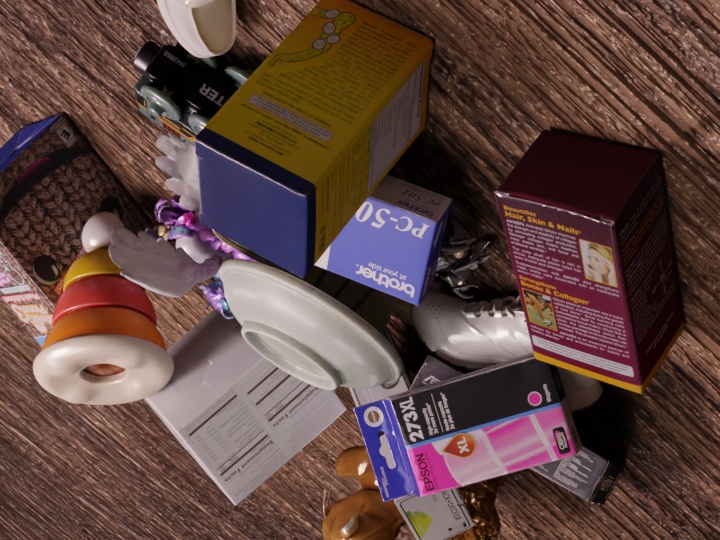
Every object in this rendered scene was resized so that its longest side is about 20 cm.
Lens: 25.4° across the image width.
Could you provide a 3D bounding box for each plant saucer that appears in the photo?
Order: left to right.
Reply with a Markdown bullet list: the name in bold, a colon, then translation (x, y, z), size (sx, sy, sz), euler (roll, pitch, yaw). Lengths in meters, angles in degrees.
- **plant saucer**: translation (-0.056, 0.064, 1.502), size (0.199, 0.050, 0.200), euler (29, 164, 9)

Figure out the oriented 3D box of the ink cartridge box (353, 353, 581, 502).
- **ink cartridge box**: translation (0.094, 0.145, 1.454), size (0.199, 0.037, 0.095), euler (-18, 91, 19)

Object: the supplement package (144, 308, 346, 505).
- **supplement package**: translation (-0.134, 0.134, 1.718), size (0.111, 0.155, 0.200), euler (54, 169, -23)

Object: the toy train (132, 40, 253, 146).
- **toy train**: translation (-0.126, -0.141, 1.498), size (0.199, 0.086, 0.114), euler (34, 166, 3)

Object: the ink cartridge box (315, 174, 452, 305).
- **ink cartridge box**: translation (-0.024, -0.050, 1.401), size (0.199, 0.044, 0.095), euler (21, 129, 13)

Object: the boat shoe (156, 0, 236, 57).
- **boat shoe**: translation (-0.134, -0.261, 1.359), size (0.069, 0.071, 0.201), euler (20, 142, 31)

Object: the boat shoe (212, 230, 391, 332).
- **boat shoe**: translation (-0.051, -0.017, 1.517), size (0.200, 0.068, 0.075), euler (38, 106, -11)

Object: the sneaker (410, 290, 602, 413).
- **sneaker**: translation (0.140, 0.055, 1.491), size (0.199, 0.075, 0.088), euler (21, 130, 20)

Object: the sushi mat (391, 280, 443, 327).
- **sushi mat**: translation (0.000, 0.000, 1.603), size (0.199, 0.012, 0.096), euler (28, 147, 20)

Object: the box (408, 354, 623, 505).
- **box**: translation (0.152, 0.157, 1.542), size (0.199, 0.049, 0.161), euler (30, 180, 17)

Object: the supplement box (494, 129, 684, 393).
- **supplement box**: translation (0.193, -0.007, 1.323), size (0.110, 0.086, 0.201), euler (17, 142, 33)

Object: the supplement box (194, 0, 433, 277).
- **supplement box**: translation (-0.037, -0.114, 1.318), size (0.109, 0.200, 0.109), euler (28, 147, 17)

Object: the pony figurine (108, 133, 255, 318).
- **pony figurine**: translation (-0.162, -0.026, 1.634), size (0.192, 0.168, 0.200), euler (30, 160, -15)

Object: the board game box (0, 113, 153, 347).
- **board game box**: translation (-0.340, -0.042, 1.768), size (0.096, 0.160, 0.200), euler (-8, 126, 50)

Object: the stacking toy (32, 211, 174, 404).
- **stacking toy**: translation (-0.272, 0.030, 1.696), size (0.145, 0.202, 0.146), euler (-4, 151, -2)

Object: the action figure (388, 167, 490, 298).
- **action figure**: translation (0.038, -0.045, 1.458), size (0.200, 0.070, 0.130), euler (47, 143, -17)

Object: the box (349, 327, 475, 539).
- **box**: translation (0.042, 0.162, 1.595), size (0.117, 0.060, 0.201), euler (64, -178, -54)

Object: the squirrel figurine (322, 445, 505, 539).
- **squirrel figurine**: translation (0.053, 0.235, 1.676), size (0.199, 0.187, 0.142), euler (10, 139, 38)
